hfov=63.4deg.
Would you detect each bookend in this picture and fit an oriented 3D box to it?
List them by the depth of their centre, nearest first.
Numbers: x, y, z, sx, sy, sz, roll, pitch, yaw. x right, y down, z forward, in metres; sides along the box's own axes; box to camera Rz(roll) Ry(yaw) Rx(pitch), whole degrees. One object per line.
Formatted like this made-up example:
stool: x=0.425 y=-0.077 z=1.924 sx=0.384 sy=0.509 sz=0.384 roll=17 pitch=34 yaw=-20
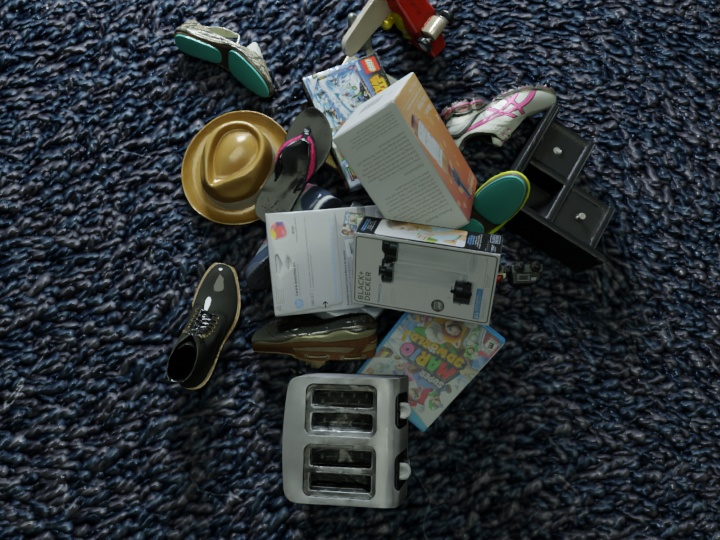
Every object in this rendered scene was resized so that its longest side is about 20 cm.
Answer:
bookend: x=0.348 y=-0.137 z=0.985 sx=0.199 sy=0.092 sz=0.199 roll=33 pitch=78 yaw=1

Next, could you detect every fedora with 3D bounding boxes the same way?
fedora: x=-0.202 y=-0.175 z=0.942 sx=0.199 sy=0.082 sz=0.202 roll=0 pitch=81 yaw=-1

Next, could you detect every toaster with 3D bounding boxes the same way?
toaster: x=-0.024 y=0.239 z=0.853 sx=0.198 sy=0.119 sz=0.182 roll=1 pitch=80 yaw=8

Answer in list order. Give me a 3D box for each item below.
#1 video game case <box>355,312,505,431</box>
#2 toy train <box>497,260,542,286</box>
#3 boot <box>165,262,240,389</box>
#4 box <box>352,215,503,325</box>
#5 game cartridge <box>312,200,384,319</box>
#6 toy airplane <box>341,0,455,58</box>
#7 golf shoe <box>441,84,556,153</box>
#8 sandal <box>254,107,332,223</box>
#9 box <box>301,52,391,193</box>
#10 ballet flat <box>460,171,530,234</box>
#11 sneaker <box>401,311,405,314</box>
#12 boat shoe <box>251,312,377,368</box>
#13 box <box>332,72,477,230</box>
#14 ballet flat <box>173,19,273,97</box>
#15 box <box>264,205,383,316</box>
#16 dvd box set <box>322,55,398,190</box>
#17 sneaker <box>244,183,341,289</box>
video game case: x=0.103 y=0.135 z=0.899 sx=0.143 sy=0.018 sz=0.200 roll=38 pitch=109 yaw=3
toy train: x=0.208 y=0.010 z=0.976 sx=0.198 sy=0.034 sz=0.046 roll=-2 pitch=90 yaw=-5
boot: x=-0.231 y=0.078 z=0.869 sx=0.077 sy=0.138 sz=0.201 roll=10 pitch=78 yaw=-3
box: x=0.090 y=0.000 z=0.816 sx=0.199 sy=0.060 sz=0.117 roll=10 pitch=121 yaw=12
game cartridge: x=0.000 y=0.000 z=0.958 sx=0.133 sy=0.040 sz=0.201 roll=28 pitch=78 yaw=-3
toy airplane: x=0.055 y=-0.469 z=0.999 sx=0.199 sy=0.141 sz=0.201 roll=-9 pitch=112 yaw=-21
golf shoe: x=0.245 y=-0.261 z=1.014 sx=0.199 sy=0.073 sz=0.093 roll=-15 pitch=87 yaw=2
sandal: x=-0.102 y=-0.164 z=0.910 sx=0.075 sy=0.045 sz=0.201 roll=25 pitch=83 yaw=3
box: x=0.003 y=-0.245 z=0.969 sx=0.136 sy=0.040 sz=0.201 roll=-22 pitch=84 yaw=-10
ballet flat: x=0.199 y=-0.089 z=0.911 sx=0.067 sy=0.200 sz=0.067 roll=41 pitch=44 yaw=7
sneaker: x=0.092 y=0.032 z=0.922 sx=0.084 sy=0.074 sz=0.201 roll=-22 pitch=89 yaw=21
boat shoe: x=-0.069 y=0.117 z=0.902 sx=0.198 sy=0.076 sz=0.074 roll=-5 pitch=108 yaw=11
box: x=0.073 y=-0.159 z=0.853 sx=0.106 sy=0.153 sz=0.200 roll=-26 pitch=112 yaw=28
ballet flat: x=-0.220 y=-0.374 z=0.998 sx=0.199 sy=0.068 sz=0.076 roll=29 pitch=62 yaw=3
box: x=-0.040 y=-0.018 z=0.898 sx=0.198 sy=0.041 sz=0.157 roll=-6 pitch=94 yaw=-10
dvd box set: x=-0.006 y=-0.257 z=1.007 sx=0.146 sy=0.029 sz=0.201 roll=28 pitch=77 yaw=0
sneaker: x=-0.122 y=-0.058 z=0.952 sx=0.200 sy=0.070 sz=0.082 roll=-45 pitch=56 yaw=-6
